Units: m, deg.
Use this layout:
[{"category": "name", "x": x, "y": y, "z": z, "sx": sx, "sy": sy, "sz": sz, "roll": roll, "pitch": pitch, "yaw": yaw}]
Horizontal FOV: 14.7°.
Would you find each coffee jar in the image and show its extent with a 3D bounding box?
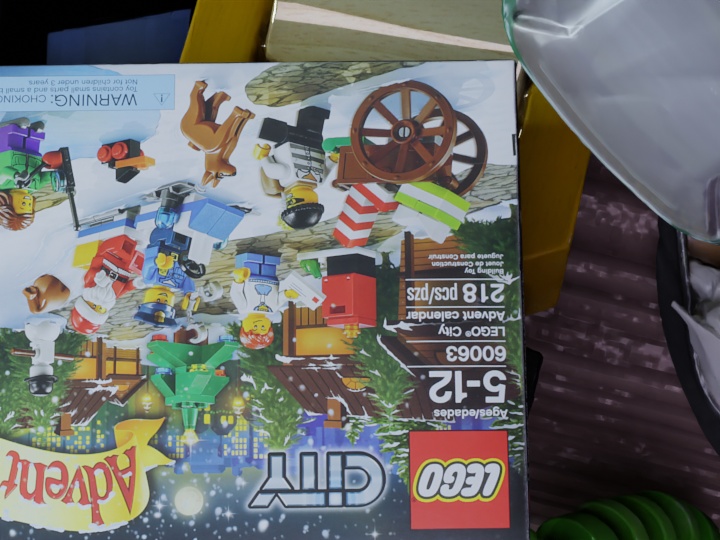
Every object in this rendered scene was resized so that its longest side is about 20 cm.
[{"category": "coffee jar", "x": 0.121, "y": -0.101, "z": 0.748, "sx": 0.104, "sy": 0.200, "sz": 0.085, "roll": 46, "pitch": 134, "yaw": -7}]

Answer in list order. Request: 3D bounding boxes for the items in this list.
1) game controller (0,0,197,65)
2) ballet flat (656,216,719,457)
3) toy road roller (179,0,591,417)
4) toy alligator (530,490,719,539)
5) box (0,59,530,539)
[{"category": "game controller", "x": -0.080, "y": -0.024, "z": 0.852, "sx": 0.042, "sy": 0.104, "sz": 0.202, "roll": 20, "pitch": 113, "yaw": 45}, {"category": "ballet flat", "x": 0.118, "y": -0.010, "z": 0.841, "sx": 0.068, "sy": 0.068, "sz": 0.201, "roll": -11, "pitch": 106, "yaw": 11}, {"category": "toy road roller", "x": 0.000, "y": 0.000, "z": 0.852, "sx": 0.122, "sy": 0.146, "sz": 0.201, "roll": 12, "pitch": 72, "yaw": 4}, {"category": "toy alligator", "x": 0.059, "y": 0.095, "z": 0.829, "sx": 0.059, "sy": 0.199, "sz": 0.055, "roll": 32, "pitch": 110, "yaw": 35}, {"category": "box", "x": -0.055, "y": 0.014, "z": 0.750, "sx": 0.198, "sy": 0.038, "sz": 0.138, "roll": -1, "pitch": 71, "yaw": 0}]
